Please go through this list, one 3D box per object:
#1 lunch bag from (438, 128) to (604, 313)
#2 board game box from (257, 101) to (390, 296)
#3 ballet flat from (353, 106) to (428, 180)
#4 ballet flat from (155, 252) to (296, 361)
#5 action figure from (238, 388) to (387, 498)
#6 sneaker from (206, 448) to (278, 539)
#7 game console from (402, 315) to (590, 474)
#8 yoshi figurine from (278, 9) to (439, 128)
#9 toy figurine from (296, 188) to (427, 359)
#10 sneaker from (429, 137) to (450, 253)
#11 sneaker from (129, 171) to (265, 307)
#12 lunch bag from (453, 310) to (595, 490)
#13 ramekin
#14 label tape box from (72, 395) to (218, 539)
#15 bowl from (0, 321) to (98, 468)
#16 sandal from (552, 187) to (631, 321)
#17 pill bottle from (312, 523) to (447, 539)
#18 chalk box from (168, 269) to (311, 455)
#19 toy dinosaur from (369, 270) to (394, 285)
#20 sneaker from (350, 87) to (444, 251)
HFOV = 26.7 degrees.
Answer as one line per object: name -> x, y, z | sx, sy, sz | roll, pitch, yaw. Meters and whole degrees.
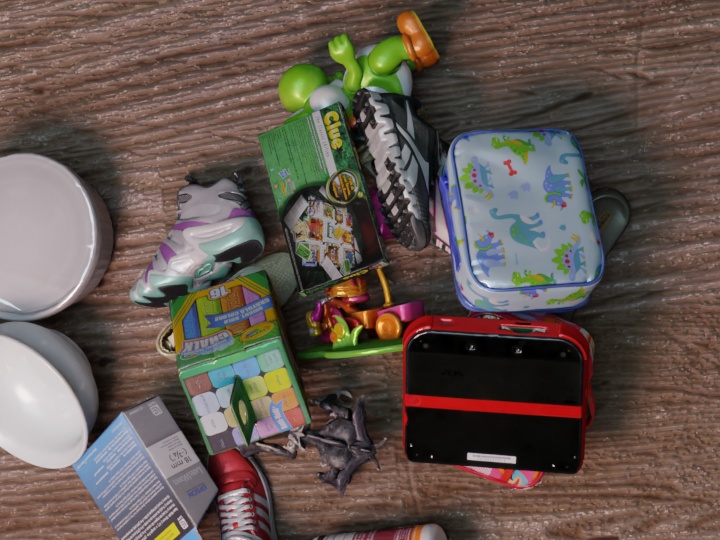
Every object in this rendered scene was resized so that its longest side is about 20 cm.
lunch bag -> 0.169, -0.055, 1.636 | 0.160, 0.083, 0.201 | -4, 65, -9
board game box -> -0.042, -0.079, 1.671 | 0.104, 0.023, 0.201 | -21, 67, 14
ballet flat -> -0.003, -0.123, 1.744 | 0.199, 0.071, 0.065 | -29, 102, -8
ballet flat -> -0.158, 0.048, 1.807 | 0.200, 0.062, 0.068 | -37, 77, 11
action figure -> -0.043, 0.193, 1.756 | 0.199, 0.102, 0.119 | 10, 89, 30
sneaker -> -0.145, 0.299, 1.772 | 0.071, 0.112, 0.201 | -20, 84, 13
game console -> 0.143, 0.134, 1.633 | 0.199, 0.031, 0.178 | 3, 118, 10
yoshi figurine -> -0.016, -0.228, 1.749 | 0.200, 0.112, 0.113 | -35, 120, 3
toy figurine -> 0.000, 0.000, 1.726 | 0.199, 0.150, 0.185 | -8, 90, 38
sneaker -> 0.109, -0.049, 1.737 | 0.086, 0.080, 0.201 | -33, 75, 18
sneaker -> -0.205, -0.049, 1.825 | 0.200, 0.078, 0.140 | -28, 62, 25
lunch bag -> 0.173, 0.139, 1.686 | 0.176, 0.082, 0.201 | 22, 114, 1
ramekin -> -0.395, -0.038, 1.856 | 0.201, 0.094, 0.203 | 0, 88, 14
label tape box -> -0.239, 0.271, 1.792 | 0.200, 0.063, 0.144 | 56, 133, 10
bowl -> -0.387, 0.134, 1.832 | 0.200, 0.090, 0.202 | 18, 131, 22
sandal -> 0.240, 0.000, 1.695 | 0.082, 0.055, 0.200 | 36, 93, -20
pill bottle -> 0.000, 0.355, 1.731 | 0.199, 0.114, 0.115 | -9, 86, 14
chalk box -> -0.133, 0.113, 1.702 | 0.123, 0.200, 0.125 | -18, 122, -1
toy dinosaur -> -0.036, -0.070, 1.779 | 0.106, 0.060, 0.201 | -12, 86, 13
sneaker -> 0.058, -0.116, 1.671 | 0.090, 0.067, 0.201 | -7, 64, -23
